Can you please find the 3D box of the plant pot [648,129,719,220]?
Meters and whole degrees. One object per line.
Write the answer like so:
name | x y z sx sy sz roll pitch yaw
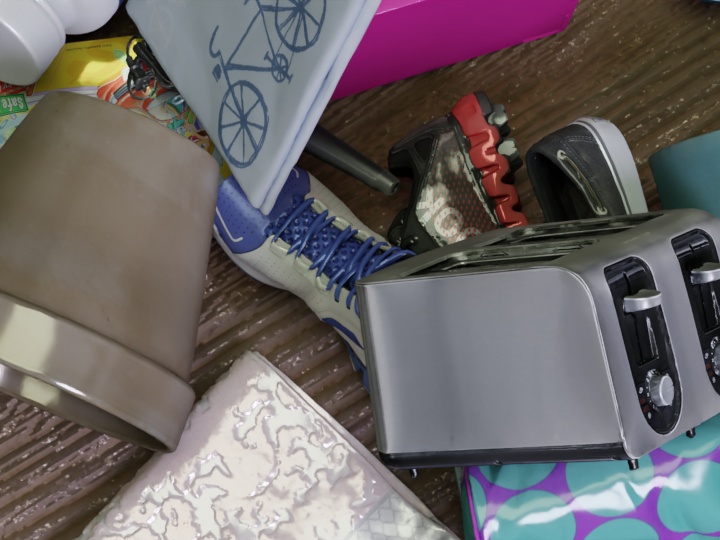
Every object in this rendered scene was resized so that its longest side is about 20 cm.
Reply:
plant pot | 0.287 -0.008 1.627 0.200 0.201 0.162 -9 85 -2

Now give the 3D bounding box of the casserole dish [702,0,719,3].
casserole dish | 0.212 -0.257 1.772 0.121 0.039 0.200 -43 79 -11

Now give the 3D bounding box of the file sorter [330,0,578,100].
file sorter | 0.029 -0.204 1.694 0.199 0.139 0.126 -18 76 -11

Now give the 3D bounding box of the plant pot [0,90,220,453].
plant pot | -0.171 -0.007 1.615 0.199 0.200 0.174 21 81 6

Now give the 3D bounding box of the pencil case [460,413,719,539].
pencil case | 0.158 0.134 1.578 0.199 0.085 0.093 -10 97 -4

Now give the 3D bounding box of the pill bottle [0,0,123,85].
pill bottle | -0.189 -0.222 1.709 0.119 0.120 0.200 28 67 8

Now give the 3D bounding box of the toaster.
toaster | 0.107 0.042 1.529 0.199 0.181 0.119 -6 98 35

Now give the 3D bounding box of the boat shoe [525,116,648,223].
boat shoe | 0.152 0.006 1.638 0.066 0.070 0.201 -18 93 -32

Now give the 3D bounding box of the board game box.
board game box | -0.161 -0.082 1.729 0.199 0.034 0.135 -7 75 -1

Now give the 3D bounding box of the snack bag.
snack bag | -0.068 -0.167 1.616 0.021 0.189 0.200 -3 44 -38

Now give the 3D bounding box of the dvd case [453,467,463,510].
dvd case | 0.163 0.142 1.670 0.199 0.022 0.147 -10 75 -3

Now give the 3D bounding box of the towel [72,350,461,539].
towel | -0.065 0.180 1.657 0.191 0.032 0.200 40 78 11

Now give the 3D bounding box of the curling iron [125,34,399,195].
curling iron | -0.064 -0.094 1.691 0.200 0.026 0.050 28 53 11

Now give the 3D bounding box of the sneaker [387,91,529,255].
sneaker | 0.072 -0.008 1.688 0.098 0.071 0.201 -19 79 3

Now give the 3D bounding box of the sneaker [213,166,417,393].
sneaker | 0.001 0.001 1.646 0.199 0.115 0.081 45 72 -1
